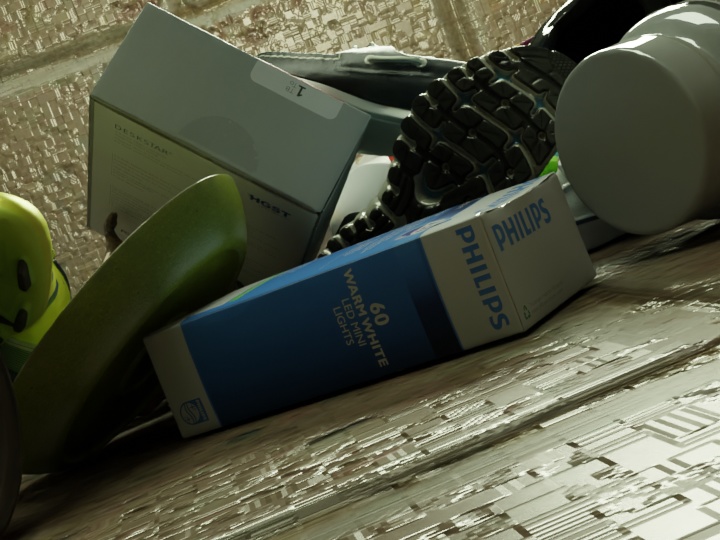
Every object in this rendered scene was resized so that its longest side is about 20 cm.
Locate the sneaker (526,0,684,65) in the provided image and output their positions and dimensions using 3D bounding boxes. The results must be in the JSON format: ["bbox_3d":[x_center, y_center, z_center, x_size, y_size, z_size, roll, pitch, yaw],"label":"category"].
[{"bbox_3d":[0.174,-0.157,0.898,0.200,0.076,0.091,-42,-7,-5],"label":"sneaker"}]

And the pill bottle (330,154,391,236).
[{"bbox_3d":[0.061,-0.056,1.151,0.111,0.112,0.200,-19,3,32],"label":"pill bottle"}]

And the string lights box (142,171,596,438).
[{"bbox_3d":[0.003,0.017,0.772,0.199,0.059,0.103,-20,4,31],"label":"string lights box"}]

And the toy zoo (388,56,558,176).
[{"bbox_3d":[0.072,-0.099,1.085,0.130,0.021,0.200,4,30,-18],"label":"toy zoo"}]

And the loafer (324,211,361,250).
[{"bbox_3d":[0.000,0.000,0.976,0.200,0.071,0.068,-24,4,-42],"label":"loafer"}]

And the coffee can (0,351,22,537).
[{"bbox_3d":[-0.270,0.084,0.678,0.199,0.147,0.146,-20,3,21],"label":"coffee can"}]

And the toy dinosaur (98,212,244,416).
[{"bbox_3d":[-0.135,0.053,1.000,0.200,0.135,0.086,-55,-13,-44],"label":"toy dinosaur"}]

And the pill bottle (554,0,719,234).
[{"bbox_3d":[0.200,-0.093,0.830,0.200,0.114,0.114,-25,5,-39],"label":"pill bottle"}]

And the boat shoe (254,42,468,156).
[{"bbox_3d":[0.019,-0.108,0.977,0.199,0.061,0.076,17,-19,13],"label":"boat shoe"}]

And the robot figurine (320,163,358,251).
[{"bbox_3d":[-0.043,-0.029,1.360,0.170,0.113,0.200,-52,-14,30],"label":"robot figurine"}]

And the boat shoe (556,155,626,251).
[{"bbox_3d":[0.148,-0.056,0.944,0.199,0.070,0.071,-21,3,-2],"label":"boat shoe"}]

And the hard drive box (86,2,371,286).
[{"bbox_3d":[-0.092,-0.060,1.012,0.077,0.155,0.200,-63,0,-23],"label":"hard drive box"}]

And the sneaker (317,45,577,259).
[{"bbox_3d":[0.054,-0.044,0.879,0.200,0.078,0.090,-48,-19,22],"label":"sneaker"}]

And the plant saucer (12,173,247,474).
[{"bbox_3d":[-0.121,0.037,0.838,0.200,0.031,0.200,-51,-7,-9],"label":"plant saucer"}]

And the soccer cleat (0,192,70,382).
[{"bbox_3d":[-0.175,0.008,0.772,0.200,0.064,0.084,111,-178,-58],"label":"soccer cleat"}]

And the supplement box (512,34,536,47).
[{"bbox_3d":[0.209,-0.143,1.084,0.130,0.104,0.200,-18,1,-15],"label":"supplement box"}]
